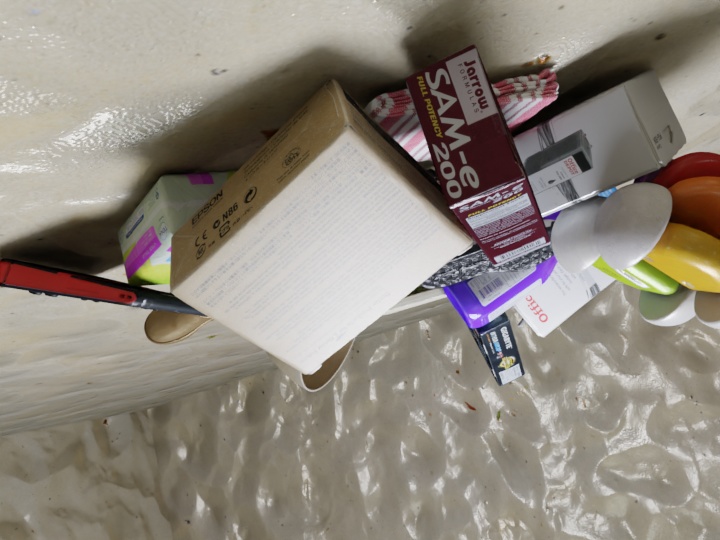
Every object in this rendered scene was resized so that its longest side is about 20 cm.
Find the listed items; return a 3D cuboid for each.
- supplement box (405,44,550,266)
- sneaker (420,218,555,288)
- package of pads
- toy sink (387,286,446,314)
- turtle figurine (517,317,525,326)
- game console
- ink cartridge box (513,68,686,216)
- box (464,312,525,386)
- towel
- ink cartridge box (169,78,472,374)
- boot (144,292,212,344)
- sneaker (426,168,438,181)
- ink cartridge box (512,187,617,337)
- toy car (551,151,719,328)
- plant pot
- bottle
[{"bbox_3d":[0.103,-0.082,0.593,0.060,0.111,0.200,-21,162,14],"label":"supplement box"},{"bbox_3d":[0.142,-0.043,0.865,0.195,0.084,0.072,-12,145,14],"label":"sneaker"},{"bbox_3d":[-0.130,-0.043,0.730,0.196,0.070,0.154,-8,167,-36],"label":"package of pads"},{"bbox_3d":[0.072,0.003,1.191,0.127,0.115,0.200,-17,175,12],"label":"toy sink"},{"bbox_3d":[0.270,-0.052,1.129,0.190,0.205,0.143,-15,-154,-30],"label":"turtle figurine"},{"bbox_3d":[-0.271,0.026,0.781,0.173,0.032,0.200,12,177,12],"label":"game console"},{"bbox_3d":[0.210,-0.117,0.739,0.198,0.084,0.146,-24,-176,37],"label":"ink cartridge box"},{"bbox_3d":[0.162,0.043,1.033,0.045,0.202,0.160,-25,141,3],"label":"box"},{"bbox_3d":[0.069,-0.136,0.672,0.196,0.031,0.146,-11,171,-23],"label":"towel"},{"bbox_3d":[-0.034,-0.025,0.599,0.199,0.076,0.164,-39,130,18],"label":"ink cartridge box"},{"bbox_3d":[-0.249,0.043,1.046,0.172,0.067,0.200,-27,173,-9],"label":"boot"},{"bbox_3d":[0.053,-0.082,0.810,0.096,0.073,0.200,-17,172,6],"label":"sneaker"},{"bbox_3d":[0.274,-0.034,0.990,0.199,0.146,0.085,-40,-169,13],"label":"ink cartridge box"},{"bbox_3d":[0.301,-0.041,0.707,0.172,0.153,0.200,28,172,-10],"label":"toy car"},{"bbox_3d":[-0.096,0.073,1.171,0.132,0.205,0.200,21,-175,21],"label":"plant pot"},{"bbox_3d":[0.199,-0.013,0.910,0.198,0.084,0.066,-35,149,-2],"label":"bottle"}]
